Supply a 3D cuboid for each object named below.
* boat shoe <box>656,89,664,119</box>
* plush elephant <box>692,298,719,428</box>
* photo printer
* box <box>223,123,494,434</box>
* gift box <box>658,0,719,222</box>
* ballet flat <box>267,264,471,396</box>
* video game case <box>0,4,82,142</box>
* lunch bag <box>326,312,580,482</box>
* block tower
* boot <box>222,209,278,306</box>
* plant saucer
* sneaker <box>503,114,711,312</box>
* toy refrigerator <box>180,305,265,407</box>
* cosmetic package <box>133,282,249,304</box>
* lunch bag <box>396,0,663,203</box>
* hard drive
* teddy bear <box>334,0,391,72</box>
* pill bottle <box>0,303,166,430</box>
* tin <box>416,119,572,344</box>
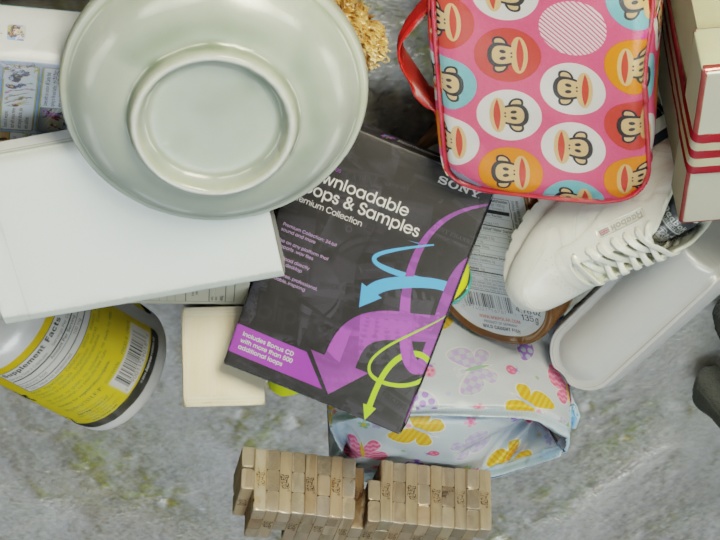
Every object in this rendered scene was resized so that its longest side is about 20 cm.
[{"bbox_3d":[0.144,-0.074,1.496,0.075,0.061,0.200,22,137,-33],"label":"boat shoe"},{"bbox_3d":[0.399,0.105,1.715,0.154,0.201,0.165,-18,141,-13],"label":"plush elephant"},{"bbox_3d":[0.239,0.007,1.550,0.166,0.070,0.200,-35,170,-43],"label":"photo printer"},{"bbox_3d":[0.000,0.000,1.445,0.142,0.036,0.201,21,101,4],"label":"box"},{"bbox_3d":[0.297,-0.143,1.301,0.198,0.188,0.185,-6,146,5],"label":"gift box"},{"bbox_3d":[-0.009,0.029,1.513,0.199,0.067,0.067,-30,142,25],"label":"ballet flat"},{"bbox_3d":[-0.205,-0.116,1.370,0.180,0.046,0.200,3,159,-12],"label":"video game case"},{"bbox_3d":[0.070,0.078,1.610,0.198,0.171,0.127,-3,146,-1],"label":"lunch bag"},{"bbox_3d":[0.001,0.182,1.568,0.198,0.054,0.058,6,150,-9],"label":"block tower"},{"bbox_3d":[-0.045,-0.020,1.560,0.199,0.076,0.107,-13,165,3],"label":"boot"},{"bbox_3d":[-0.093,-0.104,1.267,0.198,0.050,0.201,-2,127,-3],"label":"plant saucer"},{"bbox_3d":[0.186,-0.031,1.415,0.200,0.081,0.076,-41,132,17],"label":"sneaker"},{"bbox_3d":[-0.107,0.070,1.585,0.069,0.077,0.200,-1,176,-4],"label":"toy refrigerator"},{"bbox_3d":[-0.178,-0.024,1.449,0.198,0.074,0.104,0,162,-6],"label":"cosmetic package"},{"bbox_3d":[0.112,-0.140,1.335,0.175,0.082,0.201,4,131,8],"label":"lunch bag"},{"bbox_3d":[-0.161,-0.039,1.358,0.198,0.026,0.133,-10,122,3],"label":"hard drive"},{"bbox_3d":[-0.053,-0.157,1.321,0.145,0.067,0.200,38,148,5],"label":"teddy bear"},{"bbox_3d":[-0.256,0.041,1.573,0.111,0.112,0.200,-26,140,28],"label":"pill bottle"},{"bbox_3d":[0.098,-0.030,1.498,0.111,0.042,0.201,7,130,29],"label":"tin"}]
